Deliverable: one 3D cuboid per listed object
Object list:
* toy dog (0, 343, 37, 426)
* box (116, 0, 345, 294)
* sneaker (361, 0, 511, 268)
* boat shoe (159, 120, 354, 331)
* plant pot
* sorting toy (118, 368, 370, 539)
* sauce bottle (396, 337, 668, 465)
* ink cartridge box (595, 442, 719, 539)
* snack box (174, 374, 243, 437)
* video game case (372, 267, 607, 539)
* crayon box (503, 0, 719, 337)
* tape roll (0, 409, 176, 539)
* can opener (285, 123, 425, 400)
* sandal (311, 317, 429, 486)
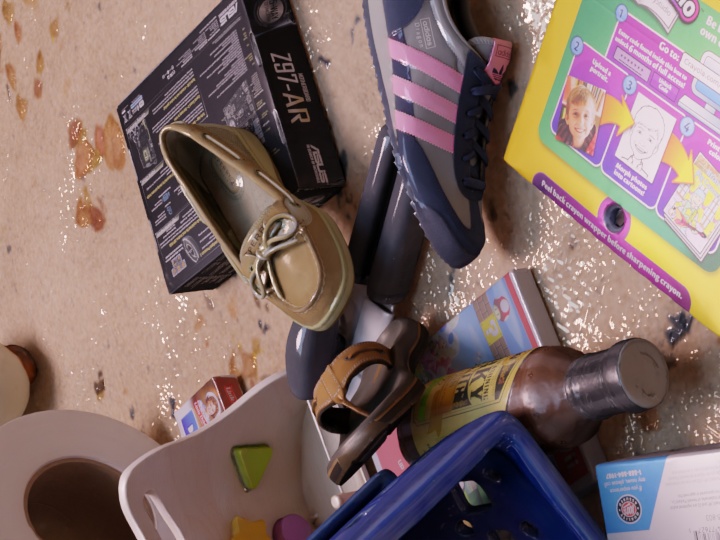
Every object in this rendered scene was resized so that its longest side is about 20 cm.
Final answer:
[{"bbox_3d":[-0.359,0.155,1.744,0.193,0.139,0.202,28,117,33],"label":"toy dog"},{"bbox_3d":[-0.101,-0.093,1.440,0.200,0.043,0.162,-36,67,49],"label":"box"},{"bbox_3d":[0.060,-0.105,1.209,0.081,0.070,0.202,-15,86,21],"label":"sneaker"},{"bbox_3d":[-0.072,-0.033,1.307,0.073,0.063,0.201,-55,46,24],"label":"boat shoe"},{"bbox_3d":[0.038,0.225,1.141,0.201,0.200,0.179,53,149,-7],"label":"plant pot"},{"bbox_3d":[-0.072,0.179,1.329,0.107,0.179,0.202,-43,61,46],"label":"sorting toy"},{"bbox_3d":[0.101,0.079,1.156,0.199,0.064,0.065,-23,77,50],"label":"sauce bottle"},{"bbox_3d":[0.205,0.196,1.058,0.115,0.067,0.202,-15,83,53],"label":"ink cartridge box"},{"bbox_3d":[-0.087,0.185,1.477,0.072,0.024,0.202,-43,62,48],"label":"snack box"},{"bbox_3d":[0.073,0.107,1.262,0.200,0.017,0.144,-42,62,47],"label":"video game case"},{"bbox_3d":[0.180,-0.089,1.059,0.200,0.058,0.174,44,126,40],"label":"crayon box"},{"bbox_3d":[-0.233,0.230,1.532,0.204,0.201,0.140,58,135,29],"label":"tape roll"},{"bbox_3d":[0.000,0.000,1.297,0.053,0.066,0.202,36,122,39],"label":"can opener"},{"bbox_3d":[0.002,0.070,1.211,0.054,0.200,0.082,36,112,-6],"label":"sandal"}]
